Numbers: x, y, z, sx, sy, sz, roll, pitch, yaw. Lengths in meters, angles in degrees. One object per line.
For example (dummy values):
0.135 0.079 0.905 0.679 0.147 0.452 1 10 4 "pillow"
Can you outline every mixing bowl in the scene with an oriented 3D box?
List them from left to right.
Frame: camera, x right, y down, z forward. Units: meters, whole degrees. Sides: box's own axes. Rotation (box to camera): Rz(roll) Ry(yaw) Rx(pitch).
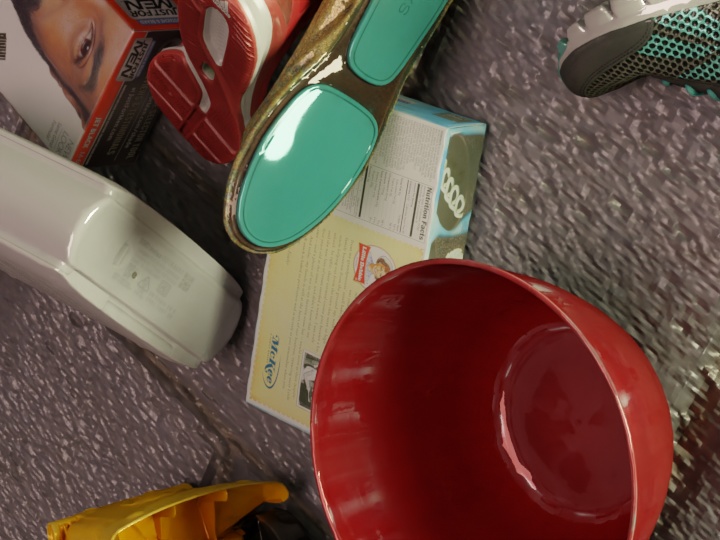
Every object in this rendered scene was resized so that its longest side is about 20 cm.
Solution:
0.082 0.085 0.957 0.200 0.108 0.201 9 104 39 "mixing bowl"

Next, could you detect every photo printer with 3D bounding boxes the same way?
-0.186 -0.025 1.140 0.200 0.166 0.070 25 79 36 "photo printer"

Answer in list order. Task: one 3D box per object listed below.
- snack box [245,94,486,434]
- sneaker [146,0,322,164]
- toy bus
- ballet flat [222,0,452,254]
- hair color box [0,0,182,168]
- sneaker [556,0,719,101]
0.000 0.000 1.060 0.116 0.037 0.201 23 112 37 "snack box"
-0.049 -0.135 1.067 0.078 0.115 0.200 49 159 1 "sneaker"
-0.121 0.229 1.158 0.192 0.135 0.201 -3 98 55 "toy bus"
-0.014 -0.099 1.000 0.071 0.071 0.200 30 88 34 "ballet flat"
-0.198 -0.170 1.187 0.200 0.064 0.111 46 124 24 "hair color box"
0.176 -0.101 0.866 0.200 0.077 0.092 -17 90 43 "sneaker"
